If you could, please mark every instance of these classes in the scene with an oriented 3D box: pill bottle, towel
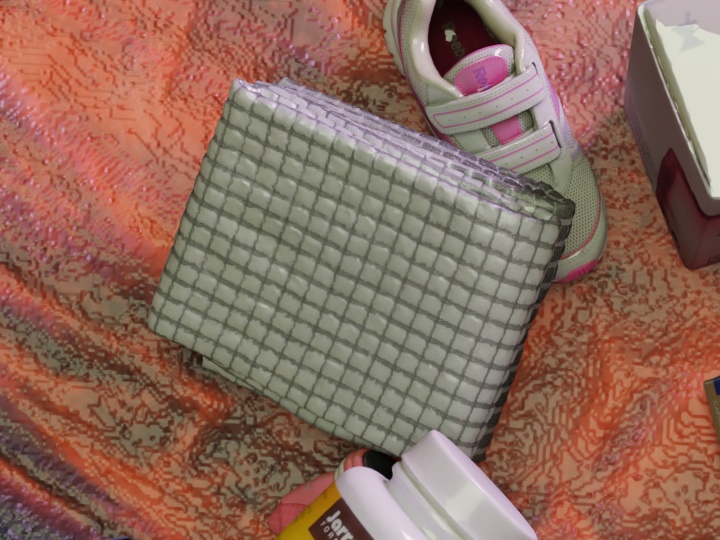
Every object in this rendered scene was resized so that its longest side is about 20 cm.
[{"bbox_3d":[-0.008,0.176,1.243,0.200,0.109,0.109,-44,81,3],"label":"pill bottle"},{"bbox_3d":[0.000,0.000,1.333,0.199,0.086,0.166,24,112,11],"label":"towel"}]

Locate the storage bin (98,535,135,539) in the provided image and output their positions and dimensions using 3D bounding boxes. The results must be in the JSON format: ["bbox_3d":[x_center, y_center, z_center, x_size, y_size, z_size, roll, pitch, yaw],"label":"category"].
[{"bbox_3d":[-0.136,0.251,1.290,0.094,0.135,0.201,-27,80,12],"label":"storage bin"}]

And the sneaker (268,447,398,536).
[{"bbox_3d":[0.011,0.201,1.342,0.087,0.074,0.201,-22,83,24],"label":"sneaker"}]

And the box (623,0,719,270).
[{"bbox_3d":[0.217,-0.084,1.296,0.127,0.200,0.109,-19,79,1],"label":"box"}]

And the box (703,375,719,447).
[{"bbox_3d":[0.255,0.092,1.272,0.032,0.200,0.122,-7,78,-29],"label":"box"}]

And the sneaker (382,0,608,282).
[{"bbox_3d":[0.071,-0.084,1.362,0.081,0.088,0.200,-31,80,-1],"label":"sneaker"}]
